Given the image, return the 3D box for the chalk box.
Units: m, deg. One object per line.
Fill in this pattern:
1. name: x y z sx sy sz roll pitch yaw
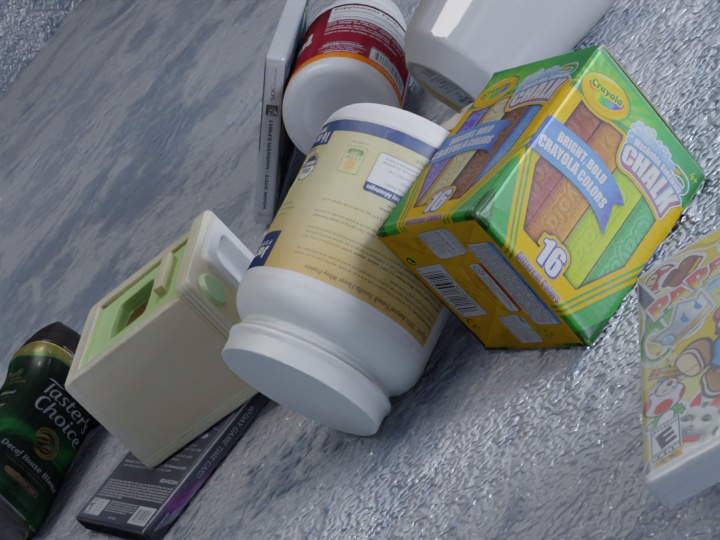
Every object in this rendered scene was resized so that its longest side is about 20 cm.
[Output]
1. chalk box: 0.132 -0.061 1.174 0.200 0.124 0.124 -53 22 -22

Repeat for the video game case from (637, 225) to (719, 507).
1. video game case: 0.222 0.008 0.868 0.200 0.023 0.182 -35 22 26

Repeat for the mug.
1. mug: 0.122 -0.204 1.514 0.149 0.187 0.153 29 80 35

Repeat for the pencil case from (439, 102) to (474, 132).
1. pencil case: 0.055 -0.058 1.383 0.200 0.078 0.090 -33 35 27

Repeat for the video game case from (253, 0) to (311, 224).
1. video game case: -0.076 -0.173 1.776 0.200 0.023 0.183 -77 -6 -58

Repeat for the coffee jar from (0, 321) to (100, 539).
1. coffee jar: -0.298 0.145 1.613 0.085 0.104 0.200 -26 27 42

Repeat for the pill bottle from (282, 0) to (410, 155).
1. pill bottle: -0.007 -0.192 1.720 0.113 0.113 0.200 -34 21 25

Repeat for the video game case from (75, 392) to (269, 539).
1. video game case: -0.141 0.136 1.456 0.200 0.019 0.143 -51 21 -22

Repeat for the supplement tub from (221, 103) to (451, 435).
1. supplement tub: 0.000 0.000 1.249 0.144 0.144 0.201 -6 53 59

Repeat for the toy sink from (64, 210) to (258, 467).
1. toy sink: -0.127 0.039 1.435 0.200 0.112 0.131 -36 22 20
